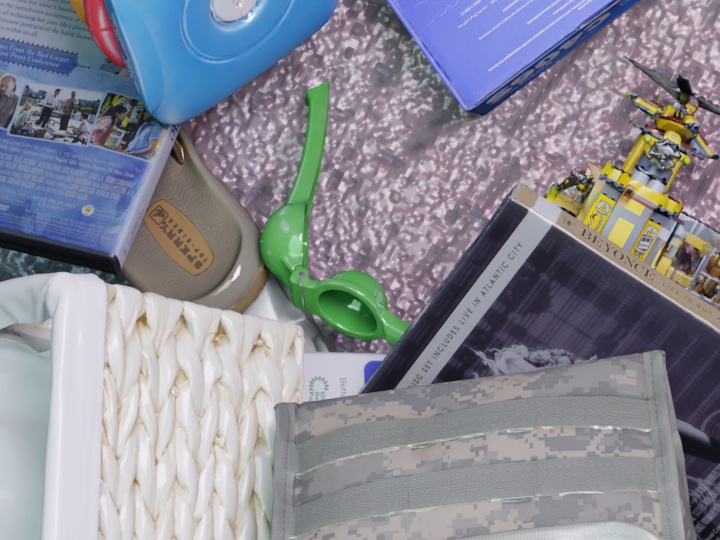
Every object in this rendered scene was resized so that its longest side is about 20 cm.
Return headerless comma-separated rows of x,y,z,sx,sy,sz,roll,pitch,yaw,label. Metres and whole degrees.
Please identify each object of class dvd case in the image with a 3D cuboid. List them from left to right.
-0.140,-0.099,1.296,0.143,0.018,0.200,13,62,14,dvd case
0.112,0.065,1.184,0.200,0.016,0.149,32,132,-3,dvd case

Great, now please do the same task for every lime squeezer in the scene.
0.000,0.000,1.260,0.200,0.071,0.038,55,144,35,lime squeezer

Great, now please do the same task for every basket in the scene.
-0.106,0.110,1.204,0.136,0.123,0.200,-11,73,57,basket

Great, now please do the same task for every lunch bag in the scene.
0.048,0.134,1.095,0.164,0.200,0.118,-8,125,7,lunch bag

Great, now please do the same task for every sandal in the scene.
-0.119,-0.049,1.307,0.080,0.054,0.200,-48,60,3,sandal

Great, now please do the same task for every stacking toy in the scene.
-0.111,-0.165,1.274,0.110,0.116,0.200,-35,50,-18,stacking toy

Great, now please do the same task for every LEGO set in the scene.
0.182,-0.024,1.205,0.200,0.154,0.116,29,96,9,LEGO set

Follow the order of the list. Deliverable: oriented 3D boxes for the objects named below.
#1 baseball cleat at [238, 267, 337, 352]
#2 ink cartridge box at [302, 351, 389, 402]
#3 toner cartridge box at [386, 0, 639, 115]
-0.034,0.092,1.304,0.106,0.070,0.200,-27,74,18,baseball cleat
0.060,0.086,1.256,0.200,0.037,0.095,1,72,-12,ink cartridge box
0.104,-0.165,1.276,0.200,0.043,0.095,-36,83,11,toner cartridge box
